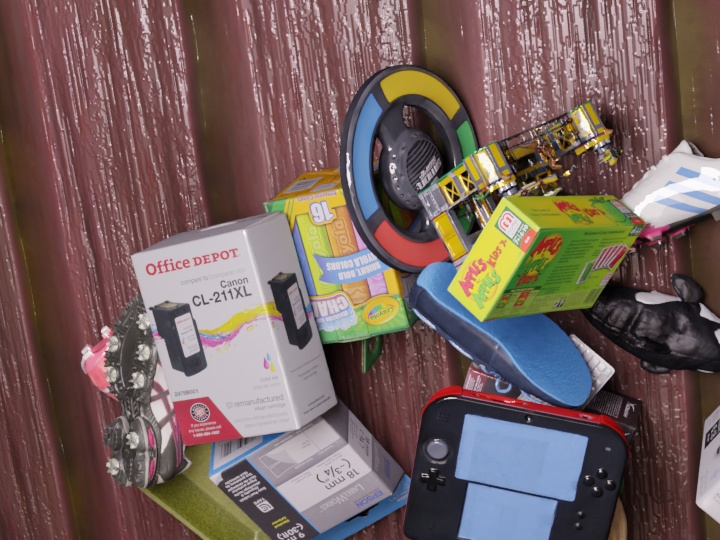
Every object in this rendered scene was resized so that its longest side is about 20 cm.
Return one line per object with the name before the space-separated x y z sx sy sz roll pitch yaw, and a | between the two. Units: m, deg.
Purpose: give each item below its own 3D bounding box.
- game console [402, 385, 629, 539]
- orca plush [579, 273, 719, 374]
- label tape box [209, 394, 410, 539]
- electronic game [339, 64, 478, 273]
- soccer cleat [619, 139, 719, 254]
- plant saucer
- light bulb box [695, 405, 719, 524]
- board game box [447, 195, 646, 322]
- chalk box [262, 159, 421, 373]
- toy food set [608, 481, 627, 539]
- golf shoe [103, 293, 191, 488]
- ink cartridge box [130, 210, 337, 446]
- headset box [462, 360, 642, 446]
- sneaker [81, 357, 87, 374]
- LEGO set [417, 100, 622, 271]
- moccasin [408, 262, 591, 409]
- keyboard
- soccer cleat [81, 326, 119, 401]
game console | 0.148 0.205 1.444 0.198 0.031 0.178 11 113 5
orca plush | 0.282 0.048 1.483 0.200 0.071 0.105 39 114 3
label tape box | -0.042 0.227 1.581 0.144 0.063 0.200 -31 119 18
electronic game | 0.051 -0.098 1.447 0.041 0.199 0.202 -3 107 42
soccer cleat | 0.297 -0.074 1.452 0.199 0.070 0.087 -18 79 24
plant saucer | -0.111 0.220 1.640 0.199 0.048 0.200 -36 118 19
light bulb box | 0.428 0.148 1.400 0.125 0.198 0.200 38 113 1
board game box | 0.172 -0.014 1.364 0.048 0.199 0.102 42 116 27
chalk box | 0.000 0.000 1.528 0.123 0.125 0.202 -11 104 21
toy food set | 0.172 0.260 1.506 0.196 0.049 0.202 15 112 3
golf shoe | -0.213 0.121 1.543 0.077 0.088 0.202 12 101 43
ink cartridge box | -0.125 0.058 1.474 0.145 0.083 0.202 -12 98 30
headset box | 0.173 0.179 1.556 0.199 0.077 0.150 19 111 9
sneaker | -0.206 0.124 1.654 0.198 0.079 0.131 -16 93 11
LEGO set | 0.161 -0.064 1.411 0.153 0.199 0.117 -32 84 47
moccasin | 0.136 0.064 1.456 0.200 0.081 0.068 41 148 -2
keyboard | 0.172 0.153 1.501 0.056 0.011 0.200 38 112 3
soccer cleat | -0.207 0.052 1.585 0.200 0.067 0.077 -44 107 -3
